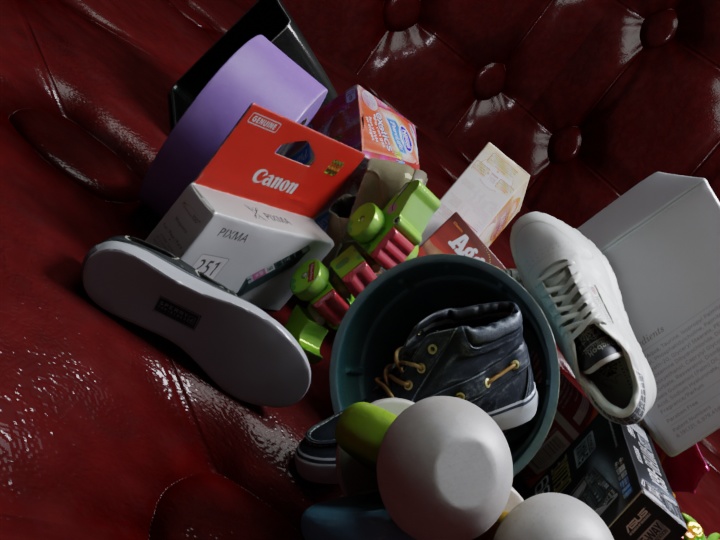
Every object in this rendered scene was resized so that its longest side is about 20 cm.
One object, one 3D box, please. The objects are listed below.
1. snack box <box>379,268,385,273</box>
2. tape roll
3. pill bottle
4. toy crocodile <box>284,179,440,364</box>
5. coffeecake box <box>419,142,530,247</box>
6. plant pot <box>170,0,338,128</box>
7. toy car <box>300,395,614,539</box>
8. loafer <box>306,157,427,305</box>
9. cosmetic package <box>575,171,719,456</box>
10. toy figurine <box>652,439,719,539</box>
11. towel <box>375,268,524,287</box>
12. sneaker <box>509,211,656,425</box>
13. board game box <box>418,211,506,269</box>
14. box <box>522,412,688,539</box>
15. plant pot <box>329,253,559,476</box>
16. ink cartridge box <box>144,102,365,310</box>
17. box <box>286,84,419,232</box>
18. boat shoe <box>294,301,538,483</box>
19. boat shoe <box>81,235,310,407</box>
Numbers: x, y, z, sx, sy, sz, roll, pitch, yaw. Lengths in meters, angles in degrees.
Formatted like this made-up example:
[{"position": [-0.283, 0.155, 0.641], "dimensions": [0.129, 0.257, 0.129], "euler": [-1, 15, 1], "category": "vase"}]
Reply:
[{"position": [0.038, 0.047, 1.167], "dimensions": [0.200, 0.037, 0.116], "euler": [46, 15, 21], "category": "snack box"}, {"position": [-0.123, -0.121, 0.937], "dimensions": [0.084, 0.201, 0.200], "euler": [37, 15, -3], "category": "tape roll"}, {"position": [0.161, 0.130, 1.040], "dimensions": [0.200, 0.113, 0.113], "euler": [47, 14, -1], "category": "pill bottle"}, {"position": [0.000, 0.000, 0.903], "dimensions": [0.067, 0.200, 0.062], "euler": [44, 1, -34], "category": "toy crocodile"}, {"position": [0.128, -0.048, 1.264], "dimensions": [0.073, 0.201, 0.154], "euler": [39, -7, 11], "category": "coffeecake box"}, {"position": [-0.122, -0.222, 1.288], "dimensions": [0.177, 0.199, 0.201], "euler": [44, 10, -29], "category": "plant pot"}, {"position": [0.047, 0.177, 0.605], "dimensions": [0.200, 0.151, 0.175], "euler": [42, -15, -7], "category": "toy car"}, {"position": [-0.008, -0.040, 0.986], "dimensions": [0.068, 0.201, 0.076], "euler": [36, 29, -4], "category": "loafer"}, {"position": [0.298, 0.035, 0.941], "dimensions": [0.202, 0.165, 0.167], "euler": [55, 7, -5], "category": "cosmetic package"}, {"position": [0.292, 0.231, 0.969], "dimensions": [0.197, 0.151, 0.186], "euler": [17, 39, -19], "category": "toy figurine"}, {"position": [0.103, 0.017, 1.047], "dimensions": [0.188, 0.035, 0.200], "euler": [-2, 1, 9], "category": "towel"}, {"position": [0.188, 0.035, 0.818], "dimensions": [0.202, 0.076, 0.080], "euler": [60, 19, 14], "category": "sneaker"}, {"position": [0.145, 0.039, 1.169], "dimensions": [0.200, 0.103, 0.019], "euler": [48, -10, -2], "category": "board game box"}, {"position": [0.191, 0.214, 0.819], "dimensions": [0.050, 0.158, 0.200], "euler": [38, 15, -1], "category": "box"}, {"position": [0.095, 0.097, 0.887], "dimensions": [0.200, 0.201, 0.196], "euler": [44, 8, 17], "category": "plant pot"}, {"position": [-0.084, -0.046, 0.860], "dimensions": [0.044, 0.174, 0.199], "euler": [49, 17, 24], "category": "ink cartridge box"}, {"position": [-0.039, -0.100, 1.056], "dimensions": [0.099, 0.198, 0.097], "euler": [26, 48, -41], "category": "box"}, {"position": [0.037, 0.088, 0.729], "dimensions": [0.071, 0.197, 0.093], "euler": [-136, -149, -67], "category": "boat shoe"}, {"position": [-0.122, 0.034, 0.750], "dimensions": [0.198, 0.069, 0.057], "euler": [34, 15, -14], "category": "boat shoe"}]
